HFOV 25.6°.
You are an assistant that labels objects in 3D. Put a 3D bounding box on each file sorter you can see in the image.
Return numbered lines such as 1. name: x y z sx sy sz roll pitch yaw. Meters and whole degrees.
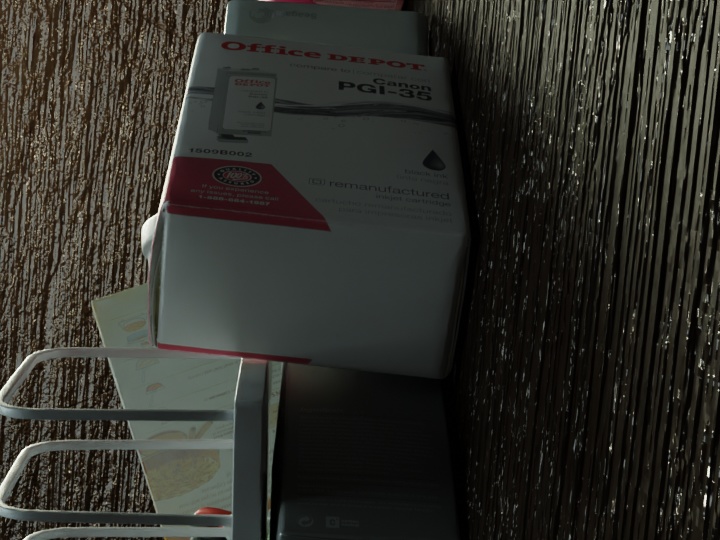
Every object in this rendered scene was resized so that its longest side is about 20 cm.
1. file sorter: -0.105 0.142 0.746 0.139 0.123 0.203 -107 19 -81

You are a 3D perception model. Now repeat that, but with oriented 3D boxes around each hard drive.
1. hard drive: -0.024 -0.082 0.965 0.026 0.130 0.202 97 176 -54

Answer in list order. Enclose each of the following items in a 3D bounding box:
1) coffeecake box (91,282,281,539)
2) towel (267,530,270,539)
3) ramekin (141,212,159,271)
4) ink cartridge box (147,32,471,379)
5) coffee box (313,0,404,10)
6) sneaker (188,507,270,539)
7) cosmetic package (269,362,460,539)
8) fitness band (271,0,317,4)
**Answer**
1. coffeecake box: -0.090 0.098 1.135 0.073 0.152 0.202 120 132 -79
2. towel: -0.021 0.104 0.956 0.150 0.030 0.202 77 -153 -60
3. ramekin: -0.077 0.010 1.291 0.200 0.197 0.106 109 156 -76
4. ink cartridge box: -0.025 -0.040 0.802 0.201 0.144 0.084 -91 8 -59
5. coffee box: -0.006 -0.247 1.299 0.200 0.079 0.116 110 163 -77
6. sneaker: -0.059 0.179 1.007 0.199 0.070 0.094 -38 -61 -40
7. cosmetic package: -0.002 0.105 0.768 0.201 0.089 0.108 -86 1 -57
8. fitness band: -0.028 -0.155 1.232 0.144 0.037 0.200 53 171 1
